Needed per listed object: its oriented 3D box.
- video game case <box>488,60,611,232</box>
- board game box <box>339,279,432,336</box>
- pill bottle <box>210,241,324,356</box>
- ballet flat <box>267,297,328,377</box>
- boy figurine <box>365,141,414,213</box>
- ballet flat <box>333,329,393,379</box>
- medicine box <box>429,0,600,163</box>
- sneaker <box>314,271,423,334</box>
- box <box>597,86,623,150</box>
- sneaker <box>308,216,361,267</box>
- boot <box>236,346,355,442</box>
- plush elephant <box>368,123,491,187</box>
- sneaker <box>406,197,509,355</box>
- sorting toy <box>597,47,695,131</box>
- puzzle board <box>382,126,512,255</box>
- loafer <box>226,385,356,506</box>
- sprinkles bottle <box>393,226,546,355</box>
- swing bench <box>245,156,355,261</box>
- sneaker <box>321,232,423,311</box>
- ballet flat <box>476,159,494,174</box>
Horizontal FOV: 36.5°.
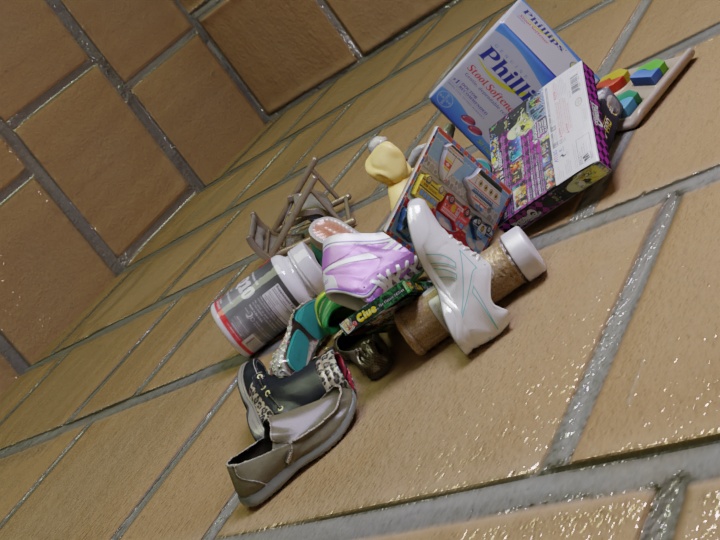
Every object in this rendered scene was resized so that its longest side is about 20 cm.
[{"bbox_3d":[0.261,-0.172,1.534,0.181,0.036,0.202,-35,39,35],"label":"video game case"},{"bbox_3d":[0.045,0.050,1.463,0.104,0.024,0.200,-37,-11,11],"label":"board game box"},{"bbox_3d":[-0.151,0.047,1.894,0.199,0.114,0.114,-37,16,4],"label":"pill bottle"},{"bbox_3d":[-0.099,0.111,1.684,0.064,0.076,0.200,-37,12,32],"label":"ballet flat"},{"bbox_3d":[0.078,-0.101,1.640,0.064,0.201,0.125,-21,26,44],"label":"boy figurine"},{"bbox_3d":[-0.002,0.104,1.531,0.067,0.047,0.200,-39,16,-4],"label":"ballet flat"},{"bbox_3d":[0.244,-0.291,1.744,0.200,0.182,0.103,-43,4,45],"label":"medicine box"},{"bbox_3d":[0.021,0.038,1.650,0.199,0.074,0.084,-33,37,19],"label":"sneaker"},{"bbox_3d":[0.283,-0.170,1.615,0.199,0.049,0.162,-22,31,46],"label":"box"},{"bbox_3d":[0.000,0.000,1.596,0.071,0.081,0.200,-31,49,-23],"label":"sneaker"},{"bbox_3d":[-0.089,0.157,1.519,0.153,0.074,0.204,-36,28,5],"label":"boot"},{"bbox_3d":[0.124,-0.170,1.816,0.155,0.163,0.202,-43,39,34],"label":"plush elephant"},{"bbox_3d":[0.118,-0.003,1.337,0.079,0.202,0.070,-26,-11,8],"label":"sneaker"},{"bbox_3d":[0.399,-0.269,1.688,0.185,0.037,0.199,-47,18,-28],"label":"sorting toy"},{"bbox_3d":[0.122,-0.078,1.438,0.017,0.199,0.152,23,84,42],"label":"puzzle board"},{"bbox_3d":[-0.088,0.211,1.382,0.200,0.070,0.075,-42,16,-11],"label":"loafer"},{"bbox_3d":[0.139,0.027,1.392,0.199,0.068,0.068,-36,16,11],"label":"sprinkles bottle"},{"bbox_3d":[-0.125,-0.107,2.249,0.200,0.130,0.199,-41,16,10],"label":"swing bench"},{"bbox_3d":[0.046,0.005,1.492,0.197,0.073,0.116,-8,54,10],"label":"sneaker"},{"bbox_3d":[0.155,-0.063,1.584,0.069,0.067,0.202,88,-160,-68],"label":"ballet flat"}]
